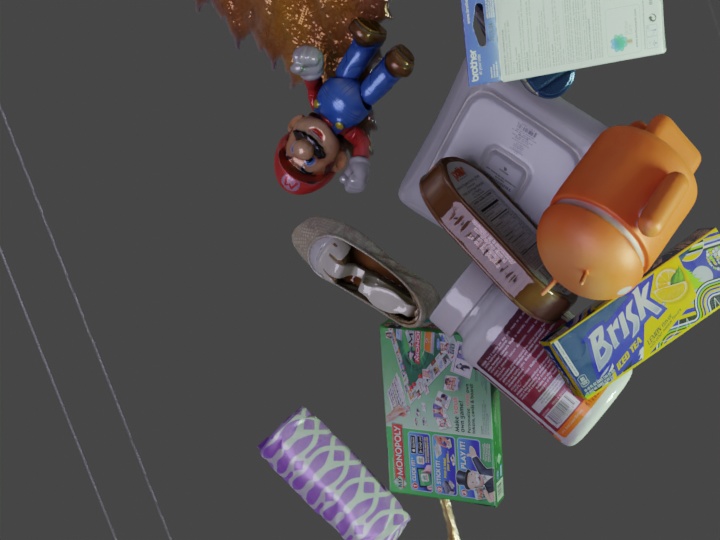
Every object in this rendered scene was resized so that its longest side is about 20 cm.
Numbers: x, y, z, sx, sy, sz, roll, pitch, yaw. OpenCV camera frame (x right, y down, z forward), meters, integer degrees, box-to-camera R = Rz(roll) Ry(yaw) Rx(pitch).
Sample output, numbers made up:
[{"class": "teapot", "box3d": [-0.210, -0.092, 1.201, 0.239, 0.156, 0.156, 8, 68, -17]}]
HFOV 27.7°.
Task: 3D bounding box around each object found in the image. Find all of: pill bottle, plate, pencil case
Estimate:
[{"class": "pill bottle", "box3d": [0.175, 0.079, 1.519, 0.199, 0.109, 0.110, 40, 120, 6]}, {"class": "plate", "box3d": [0.151, -0.100, 1.524, 0.199, 0.032, 0.202, 35, 119, 14]}, {"class": "pencil case", "box3d": [-0.030, 0.253, 1.709, 0.200, 0.084, 0.086, 47, 144, 8]}]

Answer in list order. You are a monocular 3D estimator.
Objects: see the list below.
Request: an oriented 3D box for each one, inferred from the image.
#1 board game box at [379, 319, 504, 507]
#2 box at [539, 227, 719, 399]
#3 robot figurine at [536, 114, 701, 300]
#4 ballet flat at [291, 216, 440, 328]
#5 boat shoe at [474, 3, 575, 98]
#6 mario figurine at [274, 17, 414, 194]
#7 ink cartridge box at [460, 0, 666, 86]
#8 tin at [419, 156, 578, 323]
[{"class": "board game box", "box3d": [0.091, 0.159, 1.641, 0.133, 0.029, 0.203, 5, 108, 27]}, {"class": "box", "box3d": [0.277, 0.042, 1.429, 0.199, 0.064, 0.071, -34, 90, -2]}, {"class": "robot figurine", "box3d": [0.243, -0.055, 1.398, 0.143, 0.201, 0.117, 25, 156, 32]}, {"class": "ballet flat", "box3d": [0.000, 0.000, 1.617, 0.198, 0.062, 0.068, 28, 113, 17]}, {"class": "boat shoe", "box3d": [0.138, -0.259, 1.436, 0.072, 0.072, 0.202, -30, 108, -4]}, {"class": "mario figurine", "box3d": [-0.029, -0.162, 1.551, 0.201, 0.105, 0.124, -55, 44, 22]}, {"class": "ink cartridge box", "box3d": [0.188, -0.250, 1.384, 0.197, 0.042, 0.121, -12, 113, -9]}, {"class": "tin", "box3d": [0.141, -0.033, 1.470, 0.200, 0.112, 0.042, 47, 111, 5]}]
